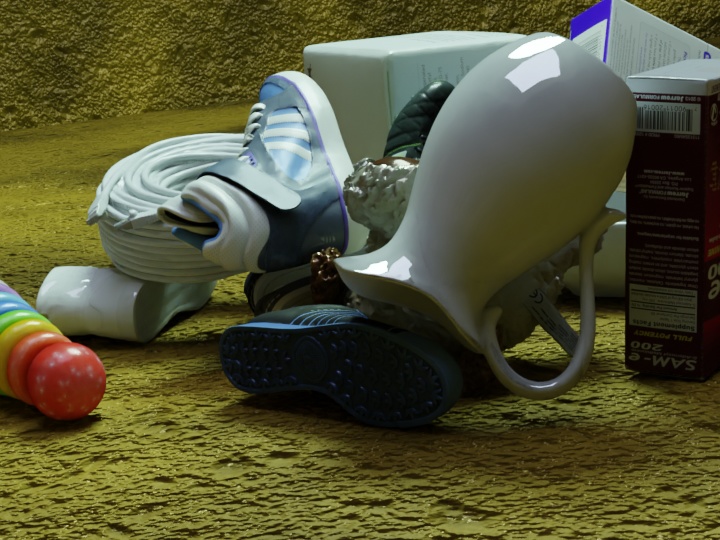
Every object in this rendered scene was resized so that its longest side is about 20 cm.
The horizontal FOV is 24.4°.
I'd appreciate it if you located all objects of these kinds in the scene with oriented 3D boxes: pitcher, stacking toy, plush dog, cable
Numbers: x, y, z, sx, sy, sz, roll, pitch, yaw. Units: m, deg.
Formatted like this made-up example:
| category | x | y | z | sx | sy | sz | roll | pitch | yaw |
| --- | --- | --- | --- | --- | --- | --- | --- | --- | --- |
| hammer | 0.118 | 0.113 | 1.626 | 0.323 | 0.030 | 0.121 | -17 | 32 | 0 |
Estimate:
| category | x | y | z | sx | sy | sz | roll | pitch | yaw |
| --- | --- | --- | --- | --- | --- | --- | --- | --- | --- |
| pitcher | 0.106 | -0.034 | 1.057 | 0.171 | 0.200 | 0.121 | 36 | -7 | 4 |
| stacking toy | -0.247 | 0.062 | 1.201 | 0.085 | 0.086 | 0.200 | -13 | 19 | -32 |
| plush dog | 0.059 | 0.015 | 1.200 | 0.200 | 0.161 | 0.172 | 8 | -12 | -21 |
| cable | -0.122 | -0.056 | 1.396 | 0.200 | 0.069 | 0.200 | -4 | 24 | -1 |

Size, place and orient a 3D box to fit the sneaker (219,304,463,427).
| category | x | y | z | sx | sy | sz | roll | pitch | yaw |
| --- | --- | --- | --- | --- | --- | --- | --- | --- | --- |
| sneaker | -0.002 | 0.056 | 1.114 | 0.200 | 0.070 | 0.078 | 9 | 19 | 41 |

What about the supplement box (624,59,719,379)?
| category | x | y | z | sx | sy | sz | roll | pitch | yaw |
| --- | --- | --- | --- | --- | --- | --- | --- | --- | --- |
| supplement box | 0.227 | -0.037 | 1.132 | 0.061 | 0.200 | 0.109 | 7 | 16 | 32 |

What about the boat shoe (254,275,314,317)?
| category | x | y | z | sx | sy | sz | roll | pitch | yaw |
| --- | --- | --- | --- | --- | --- | --- | --- | --- | --- |
| boat shoe | 0.010 | 0.014 | 1.309 | 0.200 | 0.073 | 0.063 | -16 | 18 | -25 |

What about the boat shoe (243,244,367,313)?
| category | x | y | z | sx | sy | sz | roll | pitch | yaw |
| --- | --- | --- | --- | --- | --- | --- | --- | --- | --- |
| boat shoe | 0.000 | 0.000 | 1.394 | 0.200 | 0.074 | 0.060 | -17 | 19 | -15 |

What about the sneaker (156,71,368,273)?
| category | x | y | z | sx | sy | sz | roll | pitch | yaw |
| --- | --- | --- | --- | --- | --- | --- | --- | --- | --- |
| sneaker | -0.090 | -0.078 | 1.279 | 0.146 | 0.081 | 0.200 | -8 | 47 | -19 |

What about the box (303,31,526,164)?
| category | x | y | z | sx | sy | sz | roll | pitch | yaw |
| --- | --- | --- | --- | --- | --- | --- | --- | --- | --- |
| box | 0.061 | -0.144 | 1.737 | 0.171 | 0.200 | 0.199 | -9 | 12 | -26 |

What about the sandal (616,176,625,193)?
| category | x | y | z | sx | sy | sz | roll | pitch | yaw |
| --- | --- | --- | --- | --- | --- | --- | --- | --- | --- |
| sandal | 0.162 | -0.101 | 1.378 | 0.211 | 0.078 | 0.070 | 1 | -16 | 8 |

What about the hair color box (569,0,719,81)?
| category | x | y | z | sx | sy | sz | roll | pitch | yaw |
| --- | --- | --- | --- | --- | --- | --- | --- | --- | --- |
| hair color box | 0.274 | -0.148 | 1.465 | 0.200 | 0.109 | 0.065 | 21 | -25 | -25 |

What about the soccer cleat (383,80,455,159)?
| category | x | y | z | sx | sy | sz | roll | pitch | yaw |
| --- | --- | --- | --- | --- | --- | --- | --- | --- | --- |
| soccer cleat | 0.044 | -0.072 | 1.479 | 0.067 | 0.200 | 0.081 | 26 | 2 | -38 |

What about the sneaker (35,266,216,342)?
| category | x | y | z | sx | sy | sz | roll | pitch | yaw |
| --- | --- | --- | --- | --- | --- | --- | --- | --- | --- |
| sneaker | -0.203 | 0.008 | 1.436 | 0.115 | 0.074 | 0.200 | 2 | 14 | 18 |

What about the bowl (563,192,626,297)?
| category | x | y | z | sx | sy | sz | roll | pitch | yaw |
| --- | --- | --- | --- | --- | --- | --- | --- | --- | --- |
| bowl | 0.252 | -0.027 | 1.391 | 0.199 | 0.075 | 0.200 | 0 | 12 | 24 |
